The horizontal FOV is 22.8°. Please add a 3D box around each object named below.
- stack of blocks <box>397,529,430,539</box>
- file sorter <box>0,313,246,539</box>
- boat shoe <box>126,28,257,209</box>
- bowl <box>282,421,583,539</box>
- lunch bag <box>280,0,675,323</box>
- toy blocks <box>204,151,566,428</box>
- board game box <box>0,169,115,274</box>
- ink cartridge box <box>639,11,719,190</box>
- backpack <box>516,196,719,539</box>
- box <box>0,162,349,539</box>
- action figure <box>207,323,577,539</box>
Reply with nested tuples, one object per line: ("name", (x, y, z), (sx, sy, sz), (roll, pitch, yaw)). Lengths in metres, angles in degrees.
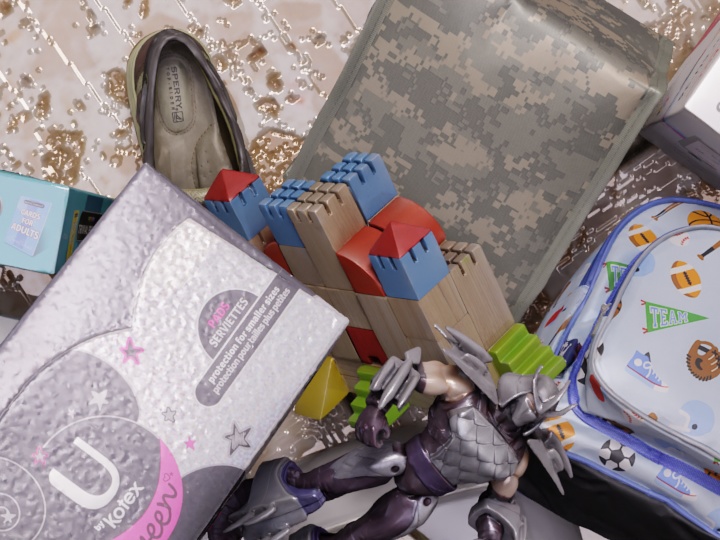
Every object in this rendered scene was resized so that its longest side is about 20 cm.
("stack of blocks", (0.049, 0.235, 0.973), (0.200, 0.059, 0.115), (40, 90, 0))
("file sorter", (-0.161, 0.101, 1.009), (0.198, 0.125, 0.140), (13, 91, -1))
("boat shoe", (-0.094, -0.042, 1.037), (0.073, 0.065, 0.202), (-18, 94, -4))
("bowl", (0.039, 0.194, 1.039), (0.198, 0.075, 0.201), (-15, 90, 1))
("lunch bag", (0.059, -0.075, 1.012), (0.163, 0.118, 0.201), (30, 116, -1))
("toy blocks", (0.000, 0.000, 0.955), (0.100, 0.199, 0.137), (-41, 120, -29))
("board game box", (-0.219, -0.035, 0.970), (0.150, 0.200, 0.047), (11, 90, -1))
("ink cartridge box", (0.223, -0.111, 0.975), (0.067, 0.200, 0.117), (35, 90, -1))
("backpack", (0.182, 0.055, 0.992), (0.199, 0.154, 0.191), (30, 55, -6))
("box", (-0.117, 0.075, 0.862), (0.132, 0.115, 0.201), (37, 69, -2))
("action figure", (0.023, 0.106, 0.897), (0.199, 0.069, 0.130), (-32, 108, 16))
